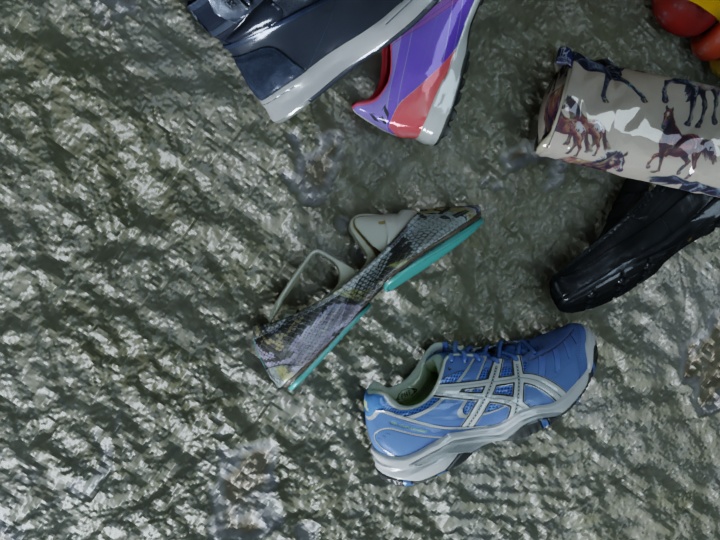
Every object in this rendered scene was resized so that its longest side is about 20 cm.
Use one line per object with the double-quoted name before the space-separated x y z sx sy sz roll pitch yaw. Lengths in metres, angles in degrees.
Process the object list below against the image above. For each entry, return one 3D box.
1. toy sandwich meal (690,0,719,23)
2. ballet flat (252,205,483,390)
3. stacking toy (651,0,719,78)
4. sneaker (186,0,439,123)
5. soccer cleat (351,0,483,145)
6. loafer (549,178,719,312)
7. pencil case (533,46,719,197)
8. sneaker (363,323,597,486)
"toy sandwich meal" 0.210 -0.253 0.845 0.202 0.208 0.070 20 137 -19
"ballet flat" 0.000 0.000 0.863 0.200 0.072 0.072 -40 109 -6
"stacking toy" 0.306 -0.164 0.918 0.199 0.085 0.086 34 90 -12
"sneaker" -0.028 -0.209 0.777 0.201 0.077 0.147 -33 107 23
"soccer cleat" 0.051 -0.195 0.841 0.072 0.068 0.203 14 96 -7
"loafer" 0.224 -0.039 0.923 0.199 0.068 0.071 -34 71 -9
"pencil case" 0.231 -0.108 0.870 0.196 0.078 0.091 13 74 2
"sneaker" 0.093 0.088 0.899 0.198 0.076 0.078 -27 111 -11
